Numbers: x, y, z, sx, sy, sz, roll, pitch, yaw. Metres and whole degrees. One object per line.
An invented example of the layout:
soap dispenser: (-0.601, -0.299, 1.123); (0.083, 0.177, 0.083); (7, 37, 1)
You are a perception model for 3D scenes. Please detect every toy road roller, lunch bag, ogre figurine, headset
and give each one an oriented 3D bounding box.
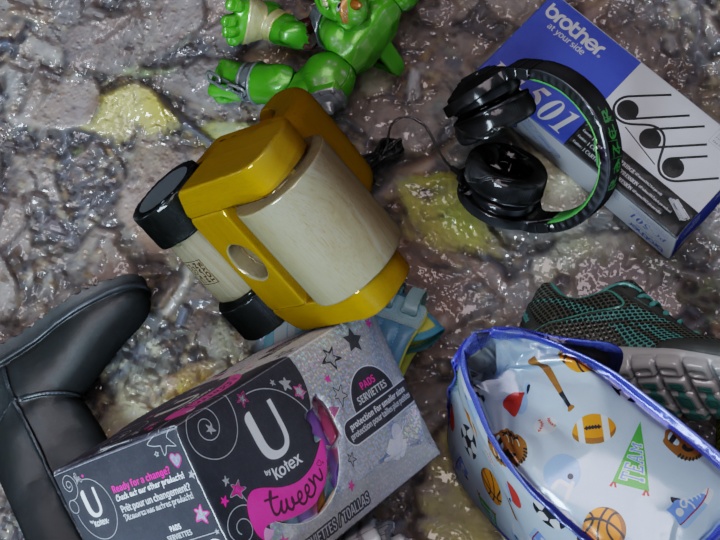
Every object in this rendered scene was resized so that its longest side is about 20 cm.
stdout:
toy road roller: (-0.041, -0.052, 0.943); (0.123, 0.199, 0.147); (47, 61, -21)
lunch bag: (0.141, 0.130, 0.953); (0.199, 0.171, 0.124); (38, 72, 16)
ogre figurine: (-0.022, -0.200, 1.123); (0.119, 0.099, 0.200); (30, 60, 32)
headset: (0.091, -0.086, 1.058); (0.198, 0.125, 0.094); (5, 25, 37)

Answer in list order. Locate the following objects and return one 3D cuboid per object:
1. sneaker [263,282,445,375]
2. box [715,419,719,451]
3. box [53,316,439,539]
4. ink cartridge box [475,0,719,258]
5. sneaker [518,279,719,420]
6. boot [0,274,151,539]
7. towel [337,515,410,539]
sneaker: (0.000, 0.000, 1.059); (0.128, 0.080, 0.203); (2, 81, 8)
box: (0.345, 0.142, 0.999); (0.197, 0.044, 0.163); (5, 73, 7)
box: (-0.067, 0.119, 0.908); (0.199, 0.131, 0.116); (-31, 95, -49)
ink cartridge box: (0.189, -0.111, 1.097); (0.200, 0.044, 0.094); (43, 78, 17)
sneaker: (0.195, 0.046, 1.013); (0.197, 0.078, 0.092); (5, 59, 24)
boot: (-0.184, 0.126, 1.036); (0.164, 0.066, 0.201); (-32, 68, 3)
towel: (-0.032, 0.229, 0.918); (0.164, 0.200, 0.086); (-30, 84, -5)
